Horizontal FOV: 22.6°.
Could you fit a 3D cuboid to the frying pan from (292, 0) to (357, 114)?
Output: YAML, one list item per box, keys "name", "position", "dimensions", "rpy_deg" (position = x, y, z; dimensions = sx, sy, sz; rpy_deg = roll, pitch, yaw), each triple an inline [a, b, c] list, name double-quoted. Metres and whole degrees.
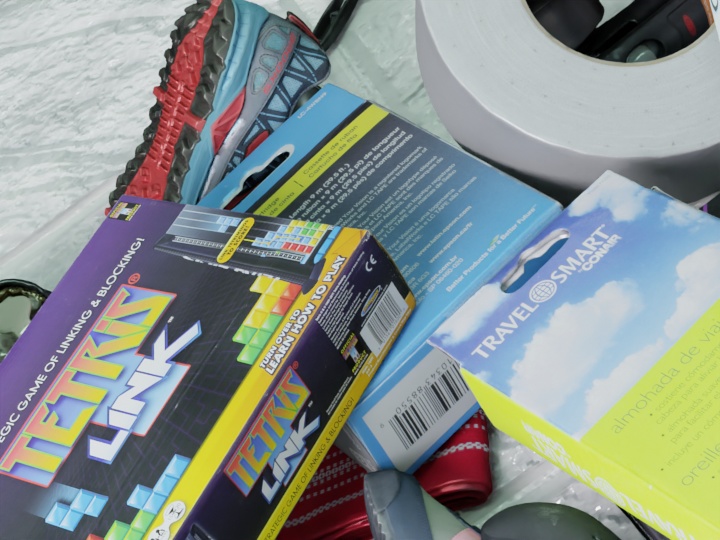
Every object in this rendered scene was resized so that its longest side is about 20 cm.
- name: "frying pan"
  position: [-0.041, -0.100, 1.075]
  dimensions: [0.190, 0.031, 0.115]
  rpy_deg: [-48, 43, -7]

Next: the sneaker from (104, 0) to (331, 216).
- name: "sneaker"
  position: [-0.074, -0.048, 0.990]
  dimensions: [0.079, 0.095, 0.201]
  rpy_deg: [53, 125, 50]

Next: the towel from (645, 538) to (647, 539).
- name: "towel"
  position: [0.211, 0.099, 0.709]
  dimensions: [0.199, 0.024, 0.147]
  rpy_deg: [10, 59, 42]

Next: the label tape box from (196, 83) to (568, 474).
- name: "label tape box"
  position: [0.000, 0.000, 0.894]
  dimensions: [0.143, 0.066, 0.200]
  rpy_deg: [-44, 39, -11]

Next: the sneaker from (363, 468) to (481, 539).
- name: "sneaker"
  position: [0.064, 0.148, 0.750]
  dimensions: [0.082, 0.070, 0.200]
  rpy_deg: [-22, 42, -9]

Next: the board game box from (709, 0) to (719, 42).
- name: "board game box"
  position: [0.257, -0.155, 0.784]
  dimensions: [0.199, 0.105, 0.104]
  rpy_deg: [-6, 58, 0]

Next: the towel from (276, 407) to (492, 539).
- name: "towel"
  position: [-0.007, 0.056, 0.907]
  dimensions: [0.144, 0.023, 0.201]
  rpy_deg: [-21, 43, 17]

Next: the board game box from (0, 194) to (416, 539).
- name: "board game box"
  position: [-0.092, 0.063, 0.802]
  dimensions: [0.165, 0.057, 0.200]
  rpy_deg: [9, 57, 39]

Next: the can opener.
- name: "can opener"
  position: [0.155, -0.131, 0.936]
  dimensions: [0.199, 0.079, 0.063]
  rpy_deg: [-31, 32, -7]

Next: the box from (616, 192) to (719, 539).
- name: "box"
  position: [0.161, 0.052, 0.751]
  dimensions: [0.143, 0.036, 0.200]
  rpy_deg: [-35, 37, -3]

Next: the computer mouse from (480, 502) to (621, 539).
- name: "computer mouse"
  position: [0.124, 0.145, 0.677]
  dimensions: [0.200, 0.058, 0.034]
  rpy_deg: [34, 118, 30]

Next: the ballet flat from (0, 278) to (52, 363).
- name: "ballet flat"
  position: [-0.159, 0.059, 0.978]
  dimensions: [0.073, 0.073, 0.200]
  rpy_deg: [-43, 41, -6]

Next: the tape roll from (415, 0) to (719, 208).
- name: "tape roll"
  position: [0.125, -0.131, 0.879]
  dimensions: [0.199, 0.066, 0.201]
  rpy_deg: [-1, 69, 1]

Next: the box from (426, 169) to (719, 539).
- name: "box"
  position: [0.131, 0.039, 0.717]
  dimensions: [0.122, 0.048, 0.200]
  rpy_deg: [-42, 37, -14]
